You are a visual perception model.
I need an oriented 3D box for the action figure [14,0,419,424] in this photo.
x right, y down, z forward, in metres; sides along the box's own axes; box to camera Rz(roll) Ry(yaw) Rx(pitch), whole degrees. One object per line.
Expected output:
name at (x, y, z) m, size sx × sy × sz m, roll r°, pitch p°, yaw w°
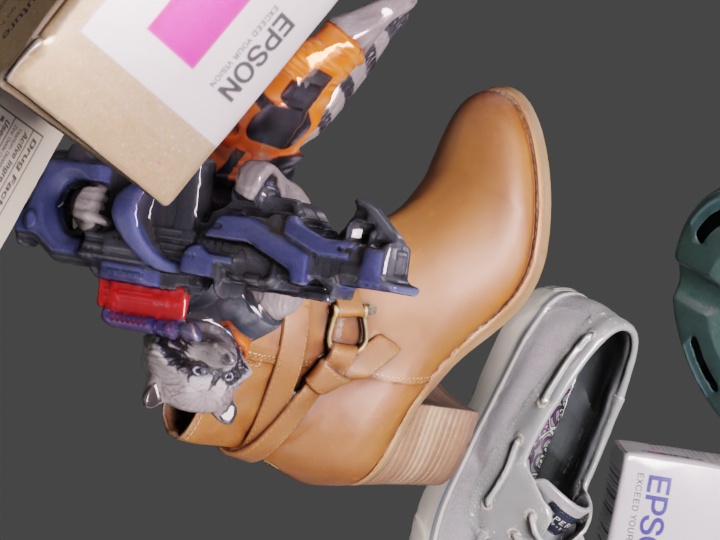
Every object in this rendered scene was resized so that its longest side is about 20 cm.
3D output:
action figure at (-0.029, -0.031, 0.653) m, size 0.104 × 0.199 × 0.195 m, roll 27°, pitch 83°, yaw -51°

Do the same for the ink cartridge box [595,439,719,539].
ink cartridge box at (0.222, 0.207, 0.934) m, size 0.197 × 0.043 × 0.199 m, roll 8°, pitch 97°, yaw -1°

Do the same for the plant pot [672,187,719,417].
plant pot at (0.290, 0.006, 0.919) m, size 0.194 × 0.200 × 0.203 m, roll -14°, pitch 110°, yaw -25°

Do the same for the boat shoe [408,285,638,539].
boat shoe at (0.083, 0.108, 0.846) m, size 0.070 × 0.071 × 0.203 m, roll 21°, pitch 90°, yaw -40°

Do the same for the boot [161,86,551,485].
boot at (0.000, 0.000, 0.755) m, size 0.153 × 0.073 × 0.202 m, roll 14°, pitch 90°, yaw -35°

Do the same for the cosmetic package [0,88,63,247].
cosmetic package at (-0.191, -0.055, 0.539) m, size 0.104 × 0.073 × 0.200 m, roll -61°, pitch 154°, yaw -8°

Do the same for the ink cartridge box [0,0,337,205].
ink cartridge box at (-0.053, -0.141, 0.568) m, size 0.200 × 0.165 × 0.075 m, roll -49°, pitch 124°, yaw 2°
